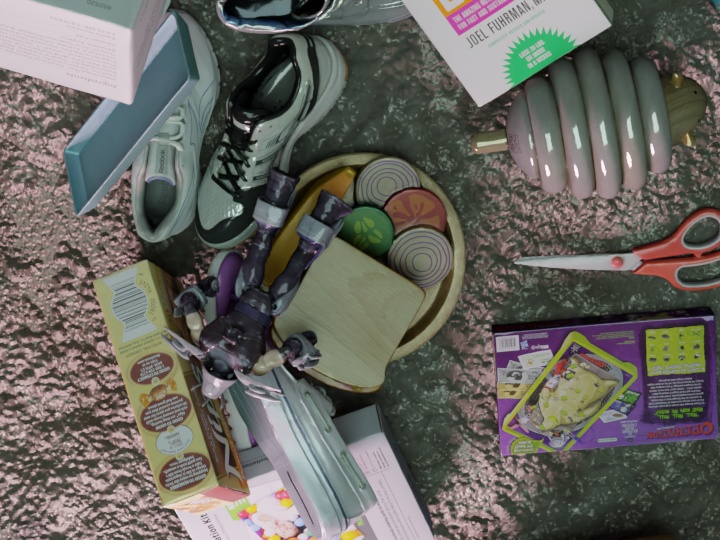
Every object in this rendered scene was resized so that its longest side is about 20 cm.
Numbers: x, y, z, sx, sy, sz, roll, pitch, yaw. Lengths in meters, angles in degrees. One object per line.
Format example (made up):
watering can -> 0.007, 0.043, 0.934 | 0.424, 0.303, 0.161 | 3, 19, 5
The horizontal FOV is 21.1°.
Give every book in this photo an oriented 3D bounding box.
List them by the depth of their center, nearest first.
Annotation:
book -> 0.092, -0.246, 1.540 | 0.133, 0.048, 0.200 | -31, 110, 23

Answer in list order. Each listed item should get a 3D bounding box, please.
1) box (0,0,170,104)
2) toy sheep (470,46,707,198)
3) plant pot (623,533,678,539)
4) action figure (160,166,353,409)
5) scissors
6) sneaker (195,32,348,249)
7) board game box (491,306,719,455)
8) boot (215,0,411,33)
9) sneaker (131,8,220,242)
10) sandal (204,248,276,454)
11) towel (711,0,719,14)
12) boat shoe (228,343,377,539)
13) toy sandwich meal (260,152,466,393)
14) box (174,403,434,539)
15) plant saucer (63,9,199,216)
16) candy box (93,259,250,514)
box -> -0.241, -0.264, 1.489 | 0.198, 0.131, 0.201 | 15, 68, -1
toy sheep -> 0.189, -0.121, 1.598 | 0.198, 0.138, 0.139 | -15, 108, 4
plant pot -> 0.215, 0.325, 1.737 | 0.199, 0.186, 0.188 | -26, 108, -6
action figure -> -0.080, 0.022, 1.571 | 0.129, 0.069, 0.201 | 27, 87, 2
scissors -> 0.239, -0.002, 1.700 | 0.198, 0.014, 0.074 | -15, 110, 2
sneaker -> -0.093, -0.113, 1.609 | 0.075, 0.087, 0.201 | 34, 100, 26
board game box -> 0.219, 0.100, 1.728 | 0.198, 0.032, 0.121 | -4, 104, 1
boot -> -0.022, -0.225, 1.579 | 0.198, 0.096, 0.074 | -9, 109, 2
sneaker -> -0.158, -0.117, 1.618 | 0.074, 0.087, 0.202 | 3, 107, 0
sandal -> -0.092, 0.070, 1.685 | 0.049, 0.083, 0.204 | 3, 122, 19
towel -> 0.371, -0.242, 1.620 | 0.146, 0.022, 0.201 | -33, 108, 11
boat shoe -> -0.053, 0.128, 1.634 | 0.066, 0.073, 0.201 | -28, 97, -24
toy sandwich meal -> 0.000, 0.000, 1.648 | 0.203, 0.070, 0.207 | -1, 99, -9
box -> -0.050, 0.213, 1.727 | 0.198, 0.041, 0.157 | -19, 131, 6
plant saucer -> -0.188, -0.126, 1.585 | 0.019, 0.070, 0.200 | 7, 144, -35
candy box -> -0.158, 0.101, 1.632 | 0.055, 0.115, 0.202 | -20, 77, 7
